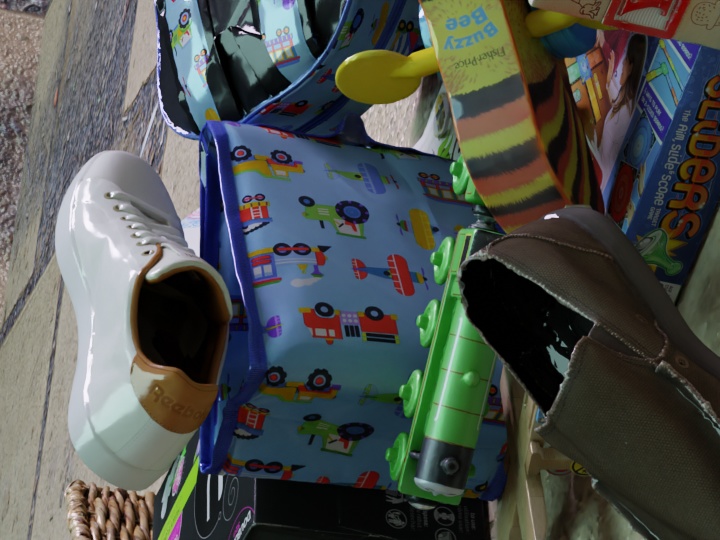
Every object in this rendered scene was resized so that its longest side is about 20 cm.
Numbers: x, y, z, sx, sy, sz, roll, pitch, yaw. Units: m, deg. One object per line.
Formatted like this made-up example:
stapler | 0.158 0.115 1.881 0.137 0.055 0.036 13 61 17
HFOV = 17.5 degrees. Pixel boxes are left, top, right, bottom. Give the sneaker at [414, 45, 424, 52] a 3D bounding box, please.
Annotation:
sneaker | 0.014 -0.195 1.401 0.093 0.070 0.200 145 131 -61

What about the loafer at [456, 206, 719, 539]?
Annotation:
loafer | 0.096 0.058 0.841 0.200 0.071 0.073 51 134 38

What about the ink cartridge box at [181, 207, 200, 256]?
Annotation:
ink cartridge box | -0.076 0.011 1.321 0.200 0.067 0.117 -37 21 -1

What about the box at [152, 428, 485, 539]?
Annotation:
box | -0.028 0.135 1.230 0.200 0.124 0.149 119 157 -46

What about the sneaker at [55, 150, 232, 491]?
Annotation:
sneaker | -0.091 0.005 1.092 0.085 0.073 0.200 -45 37 30

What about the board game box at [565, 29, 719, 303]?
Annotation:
board game box | 0.117 -0.088 1.024 0.200 0.034 0.135 -106 30 -57

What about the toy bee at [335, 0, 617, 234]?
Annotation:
toy bee | 0.041 -0.112 0.962 0.131 0.109 0.200 -39 66 18

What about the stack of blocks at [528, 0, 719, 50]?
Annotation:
stack of blocks | 0.115 -0.170 0.937 0.200 0.115 0.059 -98 24 -51

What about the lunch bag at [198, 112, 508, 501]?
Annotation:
lunch bag | 0.000 0.000 1.142 0.094 0.150 0.200 118 153 -48

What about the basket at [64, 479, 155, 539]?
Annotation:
basket | -0.123 0.238 1.452 0.200 0.149 0.143 -116 40 -64

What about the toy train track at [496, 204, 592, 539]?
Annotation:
toy train track | 0.087 0.053 0.988 0.115 0.033 0.200 -95 9 -46

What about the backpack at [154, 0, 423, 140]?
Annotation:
backpack | -0.027 -0.154 1.247 0.183 0.134 0.200 -31 50 36

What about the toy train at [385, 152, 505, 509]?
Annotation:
toy train | 0.052 0.009 1.029 0.056 0.042 0.200 -177 100 -78

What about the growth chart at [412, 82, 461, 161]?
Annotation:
growth chart | 0.049 -0.064 1.292 0.145 0.018 0.200 -100 25 -51
